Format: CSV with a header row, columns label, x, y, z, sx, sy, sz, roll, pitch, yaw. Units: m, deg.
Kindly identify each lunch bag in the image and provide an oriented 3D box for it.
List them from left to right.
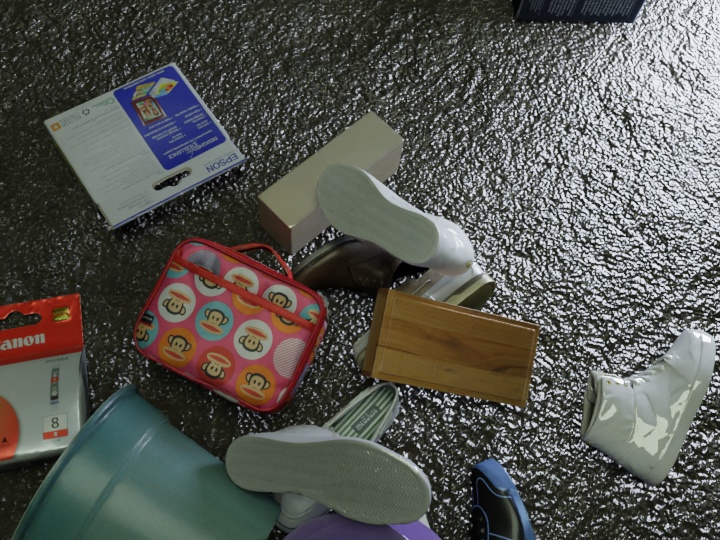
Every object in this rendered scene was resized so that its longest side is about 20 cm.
label,x,y,z,sx,sy,sz,roll,pitch,yaw
lunch bag,-0.139,0.054,0.839,0.199,0.082,0.177,25,80,6

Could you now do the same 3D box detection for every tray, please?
label,x,y,z,sx,sy,sz,roll,pitch,yaw
tray,0.107,0.090,0.834,0.199,0.037,0.099,14,84,-20

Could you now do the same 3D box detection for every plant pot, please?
label,x,y,z,sx,sy,sz,roll,pitch,yaw
plant pot,-0.196,0.248,0.709,0.195,0.200,0.201,31,65,2

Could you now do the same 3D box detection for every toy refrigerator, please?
label,x,y,z,sx,sy,sz,roll,pitch,yaw
toy refrigerator,-0.040,-0.117,0.953,0.200,0.076,0.070,-41,74,-20

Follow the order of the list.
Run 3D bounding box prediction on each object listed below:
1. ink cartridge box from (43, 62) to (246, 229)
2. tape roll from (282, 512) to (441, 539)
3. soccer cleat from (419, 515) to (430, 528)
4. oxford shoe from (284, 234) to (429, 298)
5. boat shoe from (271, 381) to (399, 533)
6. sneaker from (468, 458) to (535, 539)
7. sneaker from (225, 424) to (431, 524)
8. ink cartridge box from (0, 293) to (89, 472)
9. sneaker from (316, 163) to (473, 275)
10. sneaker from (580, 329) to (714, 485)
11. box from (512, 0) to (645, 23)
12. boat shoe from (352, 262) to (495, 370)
label,x,y,z,sx,sy,sz,roll,pitch,yaw
ink cartridge box,-0.286,-0.163,0.974,0.197,0.047,0.200,-31,72,-19
tape roll,0.002,0.332,0.689,0.199,0.085,0.201,-6,74,22
soccer cleat,0.070,0.334,0.753,0.077,0.069,0.201,-1,71,-10
oxford shoe,0.000,0.000,0.902,0.199,0.073,0.085,-19,69,-13
boat shoe,-0.029,0.197,0.806,0.073,0.067,0.200,34,66,12
sneaker,0.141,0.304,0.767,0.077,0.070,0.201,-8,66,-16
sneaker,-0.017,0.188,0.711,0.199,0.115,0.074,8,89,20
ink cartridge box,-0.395,0.122,0.823,0.161,0.050,0.201,-9,69,-9
sneaker,0.042,-0.053,0.854,0.200,0.115,0.074,39,102,36
sneaker,0.332,0.133,0.855,0.115,0.074,0.200,30,67,6
box,0.343,-0.483,1.144,0.199,0.107,0.149,0,64,-6
boat shoe,0.068,0.051,0.888,0.199,0.075,0.068,-30,57,-19
